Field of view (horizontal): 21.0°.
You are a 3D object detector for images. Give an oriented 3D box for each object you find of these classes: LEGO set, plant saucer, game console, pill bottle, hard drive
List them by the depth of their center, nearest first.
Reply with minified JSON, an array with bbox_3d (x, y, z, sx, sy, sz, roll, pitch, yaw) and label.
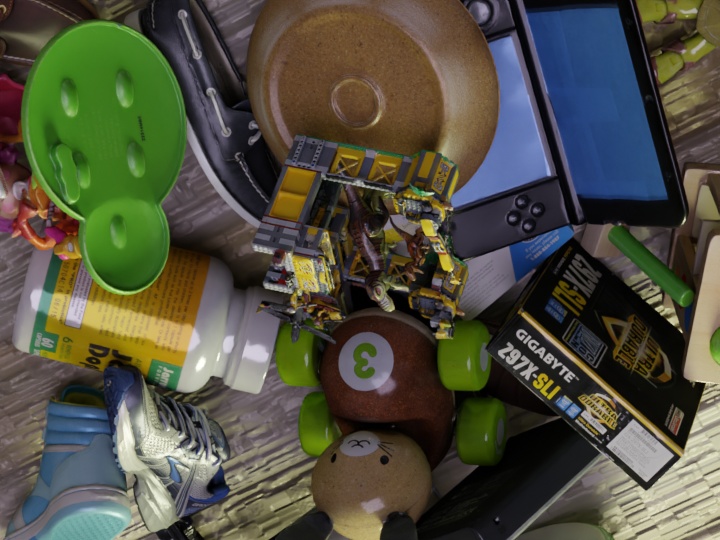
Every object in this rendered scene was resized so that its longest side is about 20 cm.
[{"bbox_3d":[0.000,0.000,1.401,0.153,0.116,0.200,16,151,8],"label":"LEGO set"},{"bbox_3d":[0.121,-0.108,1.408,0.172,0.119,0.201,-19,107,-5],"label":"game console"},{"bbox_3d":[0.002,-0.128,1.416,0.200,0.035,0.201,8,115,18],"label":"plant saucer"},{"bbox_3d":[0.112,0.174,1.517,0.139,0.200,0.033,-29,95,50],"label":"hard drive"},{"bbox_3d":[-0.167,0.033,1.545,0.199,0.113,0.113,15,115,-7],"label":"pill bottle"}]

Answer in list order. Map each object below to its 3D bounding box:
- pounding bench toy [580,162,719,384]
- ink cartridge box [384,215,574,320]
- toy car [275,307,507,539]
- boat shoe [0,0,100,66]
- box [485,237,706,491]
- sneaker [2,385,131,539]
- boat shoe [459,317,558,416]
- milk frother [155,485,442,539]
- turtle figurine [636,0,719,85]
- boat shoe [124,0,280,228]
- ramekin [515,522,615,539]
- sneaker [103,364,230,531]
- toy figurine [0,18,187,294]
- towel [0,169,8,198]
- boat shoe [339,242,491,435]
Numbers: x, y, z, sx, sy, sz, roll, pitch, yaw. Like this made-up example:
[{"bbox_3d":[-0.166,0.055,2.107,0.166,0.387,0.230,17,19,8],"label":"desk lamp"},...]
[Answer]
[{"bbox_3d":[0.276,0.005,1.499,0.199,0.156,0.125,6,116,-1],"label":"pounding bench toy"},{"bbox_3d":[0.058,-0.071,1.515,0.116,0.067,0.200,-40,108,15],"label":"ink cartridge box"},{"bbox_3d":[0.007,0.143,1.487,0.164,0.200,0.158,0,130,19],"label":"toy car"},{"bbox_3d":[-0.295,-0.194,1.464,0.199,0.070,0.071,15,114,-7],"label":"boat shoe"},{"bbox_3d":[0.188,0.066,1.487,0.160,0.200,0.049,40,114,2],"label":"box"},{"bbox_3d":[-0.247,0.172,1.639,0.079,0.131,0.200,11,154,-30],"label":"sneaker"},{"bbox_3d":[0.162,0.076,1.586,0.202,0.075,0.075,26,148,-18],"label":"boat shoe"},{"bbox_3d":[-0.050,0.223,1.630,0.188,0.181,0.200,-33,81,-21],"label":"milk frother"},{"bbox_3d":[0.275,-0.182,1.461,0.161,0.064,0.200,-19,114,10],"label":"turtle figurine"},{"bbox_3d":[-0.105,-0.123,1.491,0.060,0.076,0.200,-26,113,19],"label":"boat shoe"},{"bbox_3d":[0.151,0.299,1.623,0.200,0.200,0.098,-25,105,12],"label":"ramekin"},{"bbox_3d":[-0.150,0.130,1.541,0.085,0.077,0.200,-14,146,-1],"label":"sneaker"},{"bbox_3d":[-0.241,-0.080,1.464,0.184,0.150,0.201,-2,101,44],"label":"toy figurine"},{"bbox_3d":[-0.336,-0.104,1.447,0.030,0.200,0.147,-30,100,-33],"label":"towel"},{"bbox_3d":[0.042,0.066,1.585,0.072,0.061,0.201,-31,111,14],"label":"boat shoe"}]
